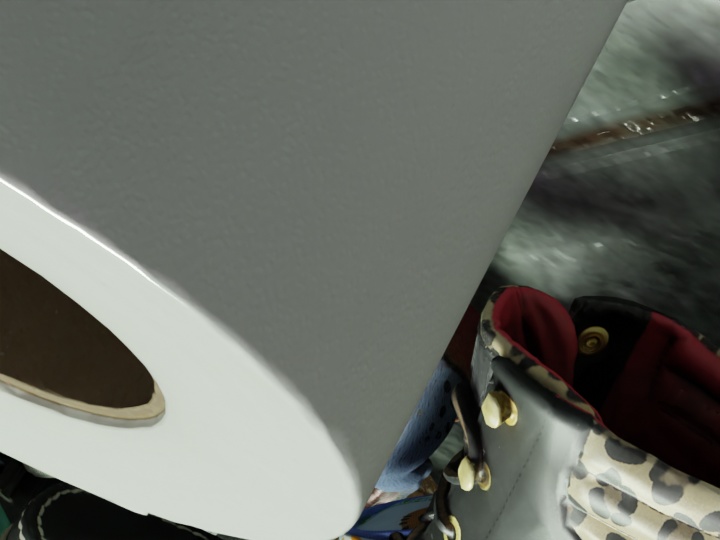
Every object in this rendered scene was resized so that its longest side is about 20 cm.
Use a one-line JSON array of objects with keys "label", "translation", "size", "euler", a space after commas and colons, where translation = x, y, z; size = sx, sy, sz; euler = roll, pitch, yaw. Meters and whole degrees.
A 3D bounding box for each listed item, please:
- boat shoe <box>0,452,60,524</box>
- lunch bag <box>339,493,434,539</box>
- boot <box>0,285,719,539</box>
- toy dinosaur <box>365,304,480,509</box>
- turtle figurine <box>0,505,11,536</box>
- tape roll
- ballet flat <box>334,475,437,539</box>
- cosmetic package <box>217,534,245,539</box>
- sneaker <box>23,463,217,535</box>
[{"label": "boat shoe", "translation": [-0.121, 0.081, 1.018], "size": [0.057, 0.069, 0.200], "euler": [36, 179, -14]}, {"label": "lunch bag", "translation": [0.103, 0.100, 0.810], "size": [0.200, 0.076, 0.160], "euler": [4, -177, 43]}, {"label": "boot", "translation": [0.015, 0.069, 0.699], "size": [0.200, 0.073, 0.151], "euler": [31, 122, 15]}, {"label": "toy dinosaur", "translation": [0.000, 0.000, 0.835], "size": [0.105, 0.200, 0.182], "euler": [58, 145, 23]}, {"label": "turtle figurine", "translation": [-0.114, 0.030, 0.830], "size": [0.150, 0.100, 0.201], "euler": [-115, 13, -70]}, {"label": "tape roll", "translation": [-0.059, -0.051, 0.630], "size": [0.202, 0.139, 0.203], "euler": [25, 162, 9]}, {"label": "ballet flat", "translation": [0.001, 0.156, 0.948], "size": [0.070, 0.065, 0.201], "euler": [-3, 112, 12]}, {"label": "cosmetic package", "translation": [-0.027, 0.186, 1.086], "size": [0.200, 0.165, 0.165], "euler": [30, -172, -8]}, {"label": "sneaker", "translation": [-0.093, 0.016, 0.938], "size": [0.200, 0.089, 0.074], "euler": [41, 159, -29]}]
